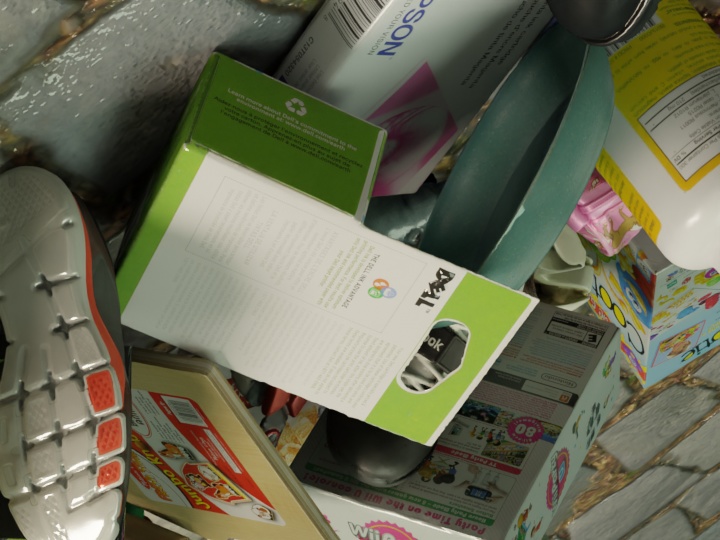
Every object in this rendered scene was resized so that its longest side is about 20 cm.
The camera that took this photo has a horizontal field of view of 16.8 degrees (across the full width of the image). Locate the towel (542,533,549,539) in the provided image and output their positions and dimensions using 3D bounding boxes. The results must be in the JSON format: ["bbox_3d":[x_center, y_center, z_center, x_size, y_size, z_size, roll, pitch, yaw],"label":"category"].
[{"bbox_3d":[0.040,0.164,1.700,0.149,0.200,0.031,-24,151,-20],"label":"towel"}]

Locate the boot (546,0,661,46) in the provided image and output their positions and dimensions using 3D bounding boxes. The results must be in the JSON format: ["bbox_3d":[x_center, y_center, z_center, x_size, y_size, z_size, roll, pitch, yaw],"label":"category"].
[{"bbox_3d":[0.086,-0.188,1.194,0.167,0.076,0.201,-18,138,-37],"label":"boot"}]

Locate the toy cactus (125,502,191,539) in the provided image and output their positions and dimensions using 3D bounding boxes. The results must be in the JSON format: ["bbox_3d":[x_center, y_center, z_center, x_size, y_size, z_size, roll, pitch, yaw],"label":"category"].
[{"bbox_3d":[-0.179,0.177,1.513,0.200,0.164,0.103,-11,105,-57],"label":"toy cactus"}]

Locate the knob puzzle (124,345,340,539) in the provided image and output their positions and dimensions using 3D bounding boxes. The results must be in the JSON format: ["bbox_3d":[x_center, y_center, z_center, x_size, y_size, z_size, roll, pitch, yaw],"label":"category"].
[{"bbox_3d":[-0.122,0.091,1.420,0.220,0.219,0.031,99,17,-60],"label":"knob puzzle"}]

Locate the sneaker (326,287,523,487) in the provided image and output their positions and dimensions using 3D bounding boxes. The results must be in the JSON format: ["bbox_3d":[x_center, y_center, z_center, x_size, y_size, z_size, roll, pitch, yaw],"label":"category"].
[{"bbox_3d":[0.044,0.040,1.472,0.200,0.074,0.089,-57,176,-38],"label":"sneaker"}]

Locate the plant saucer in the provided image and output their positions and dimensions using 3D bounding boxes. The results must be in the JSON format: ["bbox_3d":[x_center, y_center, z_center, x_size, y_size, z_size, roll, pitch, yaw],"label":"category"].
[{"bbox_3d":[0.088,-0.049,1.354,0.201,0.036,0.200,-58,-169,18],"label":"plant saucer"}]

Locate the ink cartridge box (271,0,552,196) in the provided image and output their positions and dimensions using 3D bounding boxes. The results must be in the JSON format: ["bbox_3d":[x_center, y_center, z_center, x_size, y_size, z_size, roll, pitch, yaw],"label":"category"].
[{"bbox_3d":[0.041,-0.115,1.353,0.199,0.043,0.197,-7,146,-43],"label":"ink cartridge box"}]

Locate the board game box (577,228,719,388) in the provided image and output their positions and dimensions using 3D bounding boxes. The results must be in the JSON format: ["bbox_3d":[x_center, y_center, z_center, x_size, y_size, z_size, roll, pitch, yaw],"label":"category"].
[{"bbox_3d":[0.214,-0.020,1.685,0.104,0.103,0.200,-29,156,-9],"label":"board game box"}]

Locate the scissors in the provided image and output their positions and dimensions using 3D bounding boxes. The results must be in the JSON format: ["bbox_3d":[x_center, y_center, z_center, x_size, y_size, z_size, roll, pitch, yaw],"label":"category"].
[{"bbox_3d":[-0.055,0.085,1.443,0.073,0.014,0.200,17,117,-42],"label":"scissors"}]

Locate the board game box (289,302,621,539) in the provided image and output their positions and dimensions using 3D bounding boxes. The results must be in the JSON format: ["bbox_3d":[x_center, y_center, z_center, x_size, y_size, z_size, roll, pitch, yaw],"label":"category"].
[{"bbox_3d":[0.061,0.100,1.526,0.065,0.147,0.200,86,28,-42],"label":"board game box"}]

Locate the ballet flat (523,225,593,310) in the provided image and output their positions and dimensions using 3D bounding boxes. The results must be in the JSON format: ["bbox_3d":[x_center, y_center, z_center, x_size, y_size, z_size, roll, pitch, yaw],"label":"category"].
[{"bbox_3d":[0.120,-0.001,1.629,0.067,0.069,0.200,0,162,14],"label":"ballet flat"}]

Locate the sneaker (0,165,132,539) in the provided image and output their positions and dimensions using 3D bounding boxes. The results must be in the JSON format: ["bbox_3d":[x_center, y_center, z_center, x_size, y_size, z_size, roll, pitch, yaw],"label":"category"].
[{"bbox_3d":[-0.143,0.047,1.253,0.077,0.202,0.082,-8,174,20],"label":"sneaker"}]

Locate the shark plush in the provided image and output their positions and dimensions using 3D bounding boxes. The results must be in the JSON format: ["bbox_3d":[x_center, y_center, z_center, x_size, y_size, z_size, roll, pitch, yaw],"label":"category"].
[{"bbox_3d":[0.000,0.000,1.471,0.199,0.084,0.091,-28,156,-13],"label":"shark plush"}]

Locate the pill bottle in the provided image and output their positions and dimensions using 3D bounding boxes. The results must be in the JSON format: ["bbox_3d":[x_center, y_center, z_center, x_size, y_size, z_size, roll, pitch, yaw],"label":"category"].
[{"bbox_3d":[0.191,-0.073,1.418,0.104,0.200,0.104,-31,160,-13],"label":"pill bottle"}]

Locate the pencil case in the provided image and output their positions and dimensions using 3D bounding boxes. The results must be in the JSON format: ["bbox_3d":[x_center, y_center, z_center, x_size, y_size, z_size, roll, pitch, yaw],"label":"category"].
[{"bbox_3d":[0.205,-0.093,1.542,0.200,0.083,0.087,-38,146,4],"label":"pencil case"}]

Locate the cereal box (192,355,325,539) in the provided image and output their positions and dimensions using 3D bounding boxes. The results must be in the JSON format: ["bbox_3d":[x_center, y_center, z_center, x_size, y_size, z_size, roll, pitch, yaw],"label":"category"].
[{"bbox_3d":[-0.036,0.138,1.580,0.143,0.201,0.039,-17,-169,-36],"label":"cereal box"}]

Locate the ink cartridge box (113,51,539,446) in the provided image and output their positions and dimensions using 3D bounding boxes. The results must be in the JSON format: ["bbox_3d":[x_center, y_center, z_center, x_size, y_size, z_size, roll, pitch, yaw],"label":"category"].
[{"bbox_3d":[-0.020,-0.006,1.297,0.199,0.076,0.148,23,136,-10],"label":"ink cartridge box"}]

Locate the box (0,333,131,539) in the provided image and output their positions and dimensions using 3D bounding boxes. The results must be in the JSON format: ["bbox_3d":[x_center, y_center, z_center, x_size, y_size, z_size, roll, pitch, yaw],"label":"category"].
[{"bbox_3d":[-0.204,0.134,1.354,0.147,0.125,0.200,4,150,-5],"label":"box"}]
